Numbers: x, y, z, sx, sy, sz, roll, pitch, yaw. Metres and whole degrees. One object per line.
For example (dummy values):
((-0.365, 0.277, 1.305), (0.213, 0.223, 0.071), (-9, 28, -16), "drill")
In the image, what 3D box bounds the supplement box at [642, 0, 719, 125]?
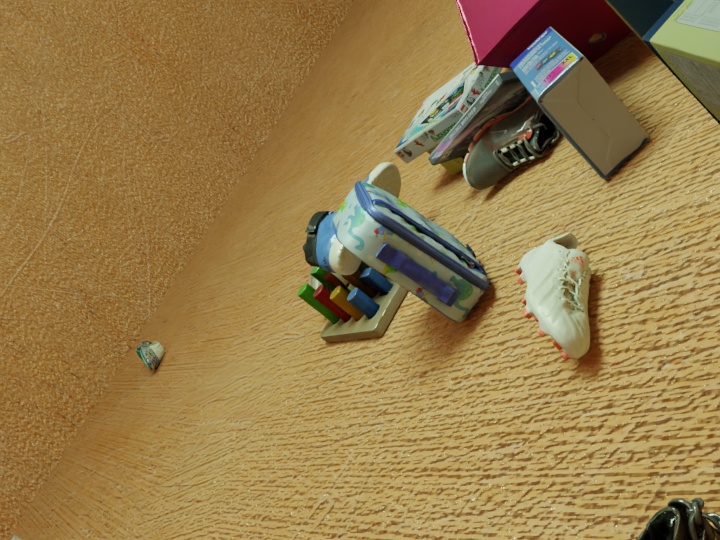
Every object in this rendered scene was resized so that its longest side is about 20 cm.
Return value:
((0.396, -0.224, 0.778), (0.200, 0.134, 0.200), (-48, 18, 12), "supplement box")

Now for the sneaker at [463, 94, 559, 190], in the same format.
((0.223, -0.182, 1.238), (0.200, 0.077, 0.082), (-46, 25, 22), "sneaker")

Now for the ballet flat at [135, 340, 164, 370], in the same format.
((-0.588, 0.229, 2.486), (0.072, 0.072, 0.200), (-55, 19, -9), "ballet flat")

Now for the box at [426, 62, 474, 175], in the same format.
((0.179, -0.262, 1.493), (0.050, 0.075, 0.202), (-26, 32, 55), "box")

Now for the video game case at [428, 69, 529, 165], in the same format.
((0.198, -0.228, 1.282), (0.142, 0.019, 0.200), (-20, -16, -34), "video game case")

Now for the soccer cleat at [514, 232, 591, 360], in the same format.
((0.206, 0.018, 0.907), (0.077, 0.069, 0.201), (-42, 17, 18), "soccer cleat")

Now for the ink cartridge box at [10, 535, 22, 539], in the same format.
((-0.906, 0.782, 2.208), (0.201, 0.068, 0.115), (-52, 17, 3), "ink cartridge box")

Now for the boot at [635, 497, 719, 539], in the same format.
((0.211, 0.163, 0.434), (0.201, 0.174, 0.069), (-53, 18, -3), "boot")

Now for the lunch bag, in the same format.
((0.064, -0.025, 1.120), (0.083, 0.199, 0.161), (-54, 15, 13), "lunch bag")

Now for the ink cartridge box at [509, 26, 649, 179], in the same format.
((0.262, -0.214, 1.090), (0.076, 0.136, 0.201), (-40, 21, 18), "ink cartridge box")

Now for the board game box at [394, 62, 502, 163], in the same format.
((0.137, -0.254, 1.399), (0.127, 0.034, 0.199), (-60, 16, -24), "board game box")

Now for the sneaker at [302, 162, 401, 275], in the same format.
((-0.020, -0.088, 1.385), (0.110, 0.077, 0.202), (11, 67, 42), "sneaker")

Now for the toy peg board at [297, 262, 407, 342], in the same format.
((0.000, 0.000, 1.400), (0.201, 0.097, 0.199), (-59, 19, -20), "toy peg board")

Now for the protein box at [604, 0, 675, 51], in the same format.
((0.371, -0.363, 1.001), (0.200, 0.198, 0.136), (-44, 19, 24), "protein box")

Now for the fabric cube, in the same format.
((0.260, -0.409, 1.220), (0.196, 0.197, 0.203), (-38, 62, 50), "fabric cube")

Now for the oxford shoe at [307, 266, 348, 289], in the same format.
((-0.031, -0.020, 1.562), (0.074, 0.070, 0.202), (-20, 37, 50), "oxford shoe")
